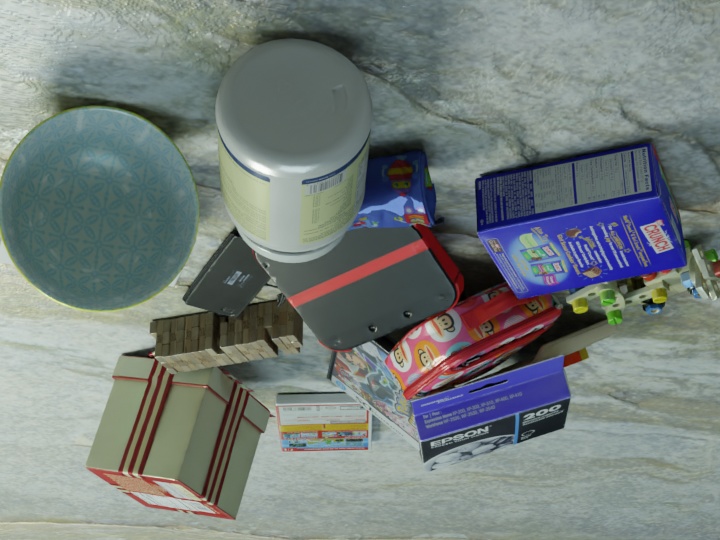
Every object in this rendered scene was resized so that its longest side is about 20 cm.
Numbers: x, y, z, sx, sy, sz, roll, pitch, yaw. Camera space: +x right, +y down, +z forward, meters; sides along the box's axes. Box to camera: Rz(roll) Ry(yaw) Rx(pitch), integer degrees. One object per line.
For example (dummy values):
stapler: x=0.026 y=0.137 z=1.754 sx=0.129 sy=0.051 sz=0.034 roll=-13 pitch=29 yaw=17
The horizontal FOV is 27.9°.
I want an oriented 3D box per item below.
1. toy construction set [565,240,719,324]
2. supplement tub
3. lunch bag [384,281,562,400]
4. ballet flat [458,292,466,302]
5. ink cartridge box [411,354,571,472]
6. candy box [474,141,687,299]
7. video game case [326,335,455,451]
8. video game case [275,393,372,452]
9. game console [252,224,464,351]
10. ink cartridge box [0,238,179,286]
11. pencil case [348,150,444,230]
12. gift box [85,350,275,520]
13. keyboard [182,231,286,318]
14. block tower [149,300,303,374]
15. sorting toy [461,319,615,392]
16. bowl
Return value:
toy construction set: x=0.340 y=0.005 z=1.687 sx=0.198 sy=0.093 sz=0.131 roll=-7 pitch=156 yaw=35
supplement tub: x=-0.064 y=-0.108 z=1.379 sx=0.143 sy=0.147 sz=0.201 roll=0 pitch=153 yaw=-3
lunch bag: x=0.141 y=0.071 z=1.731 sx=0.199 sy=0.082 sz=0.176 roll=-21 pitch=165 yaw=-35
ballet flat: x=0.069 y=0.013 z=1.738 sx=0.067 sy=0.047 sz=0.199 roll=-27 pitch=150 yaw=23
ink cartridge box: x=0.163 y=0.180 z=1.799 sx=0.196 sy=0.044 sz=0.200 roll=-17 pitch=156 yaw=-2
candy box: x=0.242 y=-0.051 z=1.578 sx=0.198 sy=0.078 sz=0.169 roll=-10 pitch=150 yaw=18
video game case: x=0.039 y=0.149 z=1.892 sx=0.180 sy=0.026 sz=0.201 roll=38 pitch=155 yaw=12
video game case: x=-0.053 y=0.230 z=2.169 sx=0.141 sy=0.018 sz=0.201 roll=-1 pitch=152 yaw=-1
game console: x=0.000 y=0.000 z=1.639 sx=0.199 sy=0.031 sz=0.177 roll=-24 pitch=116 yaw=27
ink cartridge box: x=-0.285 y=-0.048 z=1.568 sx=0.198 sy=0.069 sz=0.116 roll=8 pitch=150 yaw=-18
pencil case: x=-0.013 y=-0.073 z=1.524 sx=0.198 sy=0.079 sz=0.087 roll=-9 pitch=166 yaw=13
gift box: x=-0.226 y=0.218 z=1.948 sx=0.198 sy=0.189 sz=0.185 roll=4 pitch=155 yaw=24
keyboard: x=-0.128 y=0.008 z=1.738 sx=0.126 sy=0.021 sz=0.200 roll=16 pitch=149 yaw=-19
block tower: x=-0.168 y=0.085 z=1.843 sx=0.198 sy=0.058 sz=0.054 roll=-9 pitch=151 yaw=16
sorting toy: x=0.218 y=0.130 z=1.885 sx=0.199 sy=0.037 sz=0.184 roll=-31 pitch=170 yaw=41
bowl: x=-0.267 y=-0.054 z=1.449 sx=0.198 sy=0.203 sz=0.108 roll=7 pitch=171 yaw=-17
